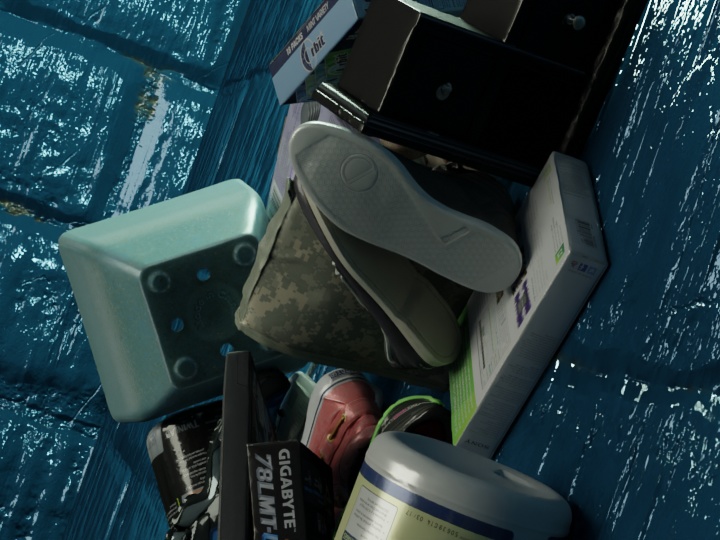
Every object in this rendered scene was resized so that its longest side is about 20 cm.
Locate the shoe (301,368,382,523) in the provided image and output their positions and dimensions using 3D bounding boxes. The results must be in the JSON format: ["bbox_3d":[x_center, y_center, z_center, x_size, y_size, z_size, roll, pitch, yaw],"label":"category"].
[{"bbox_3d":[-0.014,0.188,1.763,0.091,0.071,0.200,-121,32,-45],"label":"shoe"}]

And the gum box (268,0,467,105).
[{"bbox_3d":[0.046,-0.201,1.700,0.170,0.200,0.045,-39,62,58],"label":"gum box"}]

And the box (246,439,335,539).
[{"bbox_3d":[-0.049,0.246,1.598,0.200,0.050,0.199,64,-161,-76],"label":"box"}]

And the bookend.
[{"bbox_3d":[0.098,-0.184,1.539,0.092,0.199,0.200,39,109,56],"label":"bookend"}]

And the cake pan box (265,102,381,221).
[{"bbox_3d":[-0.025,-0.065,1.803,0.184,0.052,0.200,-116,32,-47],"label":"cake pan box"}]

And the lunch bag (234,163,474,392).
[{"bbox_3d":[0.007,-0.006,1.658,0.118,0.200,0.164,-108,38,-53],"label":"lunch bag"}]

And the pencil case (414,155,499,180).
[{"bbox_3d":[0.071,-0.079,1.769,0.078,0.089,0.200,-76,13,-51],"label":"pencil case"}]

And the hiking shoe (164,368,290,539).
[{"bbox_3d":[-0.099,0.188,1.807,0.200,0.087,0.074,-66,-13,1],"label":"hiking shoe"}]

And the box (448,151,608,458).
[{"bbox_3d":[0.123,0.027,1.529,0.144,0.036,0.200,-90,25,-56],"label":"box"}]

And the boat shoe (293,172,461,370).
[{"bbox_3d":[0.000,0.000,1.559,0.063,0.200,0.073,-20,24,42],"label":"boat shoe"}]

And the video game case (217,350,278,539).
[{"bbox_3d":[-0.086,0.198,1.631,0.181,0.025,0.200,77,-170,-53],"label":"video game case"}]

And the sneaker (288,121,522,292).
[{"bbox_3d":[0.036,-0.060,1.529,0.071,0.200,0.099,-57,6,23],"label":"sneaker"}]

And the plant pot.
[{"bbox_3d":[-0.155,0.033,1.866,0.200,0.196,0.197,-172,64,-76],"label":"plant pot"}]

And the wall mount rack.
[{"bbox_3d":[-0.043,0.175,1.917,0.174,0.074,0.200,-66,13,2],"label":"wall mount rack"}]

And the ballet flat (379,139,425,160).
[{"bbox_3d":[0.098,-0.153,1.658,0.068,0.200,0.067,58,166,20],"label":"ballet flat"}]

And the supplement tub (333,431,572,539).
[{"bbox_3d":[0.043,0.222,1.327,0.145,0.145,0.200,-146,76,-76],"label":"supplement tub"}]

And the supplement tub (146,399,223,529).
[{"bbox_3d":[-0.122,0.232,1.896,0.123,0.122,0.200,-47,56,59],"label":"supplement tub"}]

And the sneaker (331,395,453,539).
[{"bbox_3d":[0.028,0.193,1.583,0.084,0.077,0.200,157,127,-69],"label":"sneaker"}]
